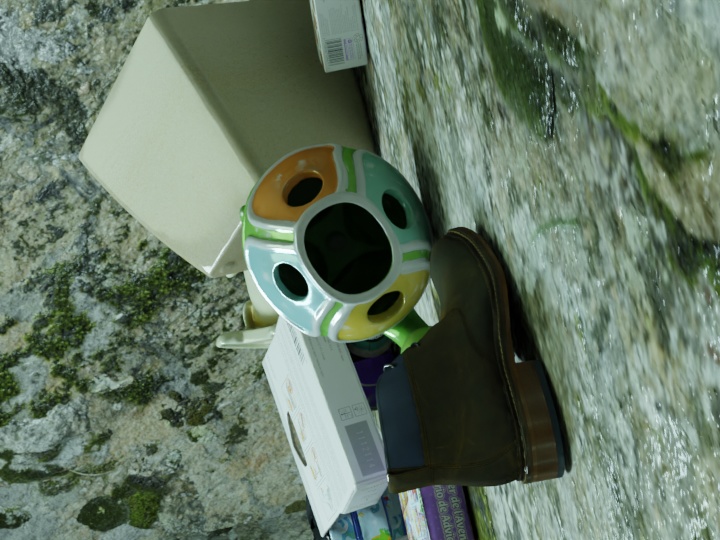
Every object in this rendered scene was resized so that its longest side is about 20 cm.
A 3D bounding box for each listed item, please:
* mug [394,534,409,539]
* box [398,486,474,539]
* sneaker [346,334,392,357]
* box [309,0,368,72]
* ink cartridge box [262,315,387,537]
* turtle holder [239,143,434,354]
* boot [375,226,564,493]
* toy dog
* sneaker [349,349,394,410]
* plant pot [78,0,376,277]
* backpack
[{"bbox_3d":[0.019,0.337,1.521,0.187,0.153,0.150,-132,31,-79],"label":"mug"},{"bbox_3d":[0.061,0.202,1.387,0.200,0.039,0.137,107,151,-79],"label":"box"},{"bbox_3d":[-0.010,-0.020,1.545,0.080,0.071,0.200,97,154,-66],"label":"sneaker"},{"bbox_3d":[-0.028,-0.264,1.319,0.039,0.041,0.200,-112,11,-62],"label":"box"},{"bbox_3d":[-0.036,0.140,1.565,0.176,0.045,0.200,114,139,-64],"label":"ink cartridge box"},{"bbox_3d":[-0.011,-0.001,1.174,0.132,0.141,0.186,-151,50,-82],"label":"turtle holder"},{"bbox_3d":[0.044,0.047,0.922,0.200,0.097,0.075,-109,9,-51],"label":"boot"},{"bbox_3d":[-0.067,-0.018,1.791,0.139,0.194,0.201,-14,77,57],"label":"toy dog"},{"bbox_3d":[-0.005,0.069,1.647,0.200,0.069,0.100,-114,16,-65],"label":"sneaker"},{"bbox_3d":[-0.103,-0.110,1.449,0.177,0.200,0.200,57,135,22],"label":"plant pot"},{"bbox_3d":[0.004,0.262,1.695,0.200,0.153,0.164,42,-144,-67],"label":"backpack"}]
